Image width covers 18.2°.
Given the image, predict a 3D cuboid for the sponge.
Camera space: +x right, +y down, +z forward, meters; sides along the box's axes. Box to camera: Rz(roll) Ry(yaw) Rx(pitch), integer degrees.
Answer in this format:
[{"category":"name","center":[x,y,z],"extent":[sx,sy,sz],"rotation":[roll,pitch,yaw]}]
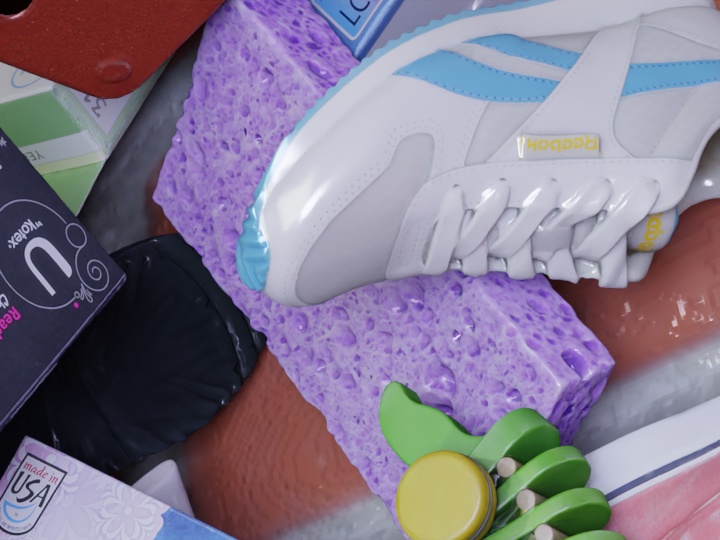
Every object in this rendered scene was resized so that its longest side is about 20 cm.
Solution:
[{"category":"sponge","center":[0.000,0.000,0.780],"extent":[0.200,0.030,0.112],"rotation":[51,139,26]}]

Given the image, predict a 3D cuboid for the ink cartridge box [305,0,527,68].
[{"category":"ink cartridge box","center":[0.001,-0.171,0.850],"extent":[0.137,0.076,0.200],"rotation":[-55,50,13]}]

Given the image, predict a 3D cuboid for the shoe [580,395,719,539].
[{"category":"shoe","center":[0.151,0.070,0.664],"extent":[0.200,0.071,0.091],"rotation":[-31,61,35]}]

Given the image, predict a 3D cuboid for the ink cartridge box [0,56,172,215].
[{"category":"ink cartridge box","center":[-0.162,-0.046,0.905],"extent":[0.145,0.048,0.200],"rotation":[-10,39,36]}]

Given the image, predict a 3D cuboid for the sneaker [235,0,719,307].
[{"category":"sneaker","center":[0.053,-0.033,0.697],"extent":[0.081,0.200,0.077],"rotation":[52,150,25]}]

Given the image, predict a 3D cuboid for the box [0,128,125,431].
[{"category":"box","center":[-0.200,0.034,0.764],"extent":[0.200,0.115,0.132],"rotation":[-30,17,40]}]

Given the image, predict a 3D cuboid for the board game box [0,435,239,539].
[{"category":"board game box","center":[-0.081,0.177,0.719],"extent":[0.200,0.043,0.199],"rotation":[20,76,38]}]

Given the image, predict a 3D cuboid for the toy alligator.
[{"category":"toy alligator","center":[0.063,0.107,0.667],"extent":[0.054,0.059,0.200],"rotation":[-34,59,16]}]

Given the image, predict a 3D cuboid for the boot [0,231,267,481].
[{"category":"boot","center":[-0.141,0.062,0.887],"extent":[0.198,0.073,0.162],"rotation":[-44,15,-24]}]

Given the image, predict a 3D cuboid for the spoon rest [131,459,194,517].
[{"category":"spoon rest","center":[-0.012,0.135,0.778],"extent":[0.099,0.061,0.200],"rotation":[-38,44,-23]}]

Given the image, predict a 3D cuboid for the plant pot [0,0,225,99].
[{"category":"plant pot","center":[-0.110,-0.178,0.757],"extent":[0.200,0.200,0.176],"rotation":[-41,50,28]}]
